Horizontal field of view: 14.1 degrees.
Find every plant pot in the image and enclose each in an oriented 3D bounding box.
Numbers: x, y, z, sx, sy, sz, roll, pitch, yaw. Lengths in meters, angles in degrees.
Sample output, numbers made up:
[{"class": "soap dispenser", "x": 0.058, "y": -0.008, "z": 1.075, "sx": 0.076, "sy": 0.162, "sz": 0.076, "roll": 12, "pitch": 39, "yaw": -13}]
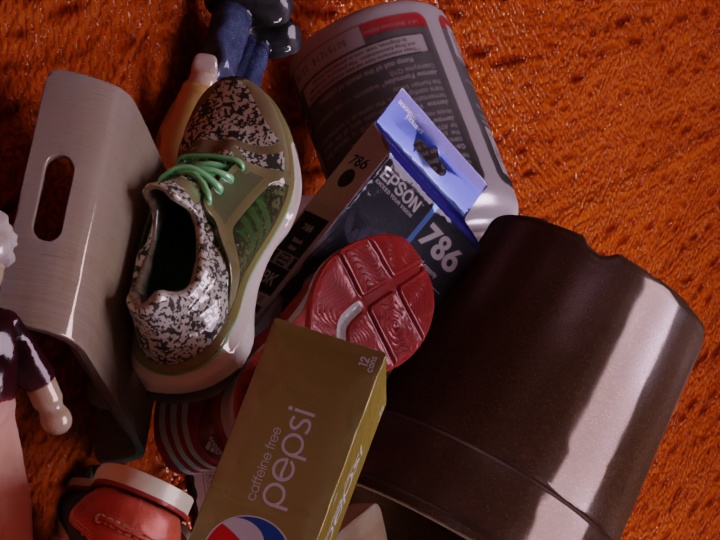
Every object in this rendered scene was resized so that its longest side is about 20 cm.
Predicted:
[{"class": "plant pot", "x": 0.099, "y": 0.088, "z": 1.751, "sx": 0.199, "sy": 0.199, "sz": 0.200, "roll": -60, "pitch": 154, "yaw": -12}]

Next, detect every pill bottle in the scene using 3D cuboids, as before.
[{"class": "pill bottle", "x": 0.035, "y": -0.063, "z": 1.896, "sx": 0.201, "sy": 0.113, "sz": 0.114, "roll": 70, "pitch": 12, "yaw": 20}]

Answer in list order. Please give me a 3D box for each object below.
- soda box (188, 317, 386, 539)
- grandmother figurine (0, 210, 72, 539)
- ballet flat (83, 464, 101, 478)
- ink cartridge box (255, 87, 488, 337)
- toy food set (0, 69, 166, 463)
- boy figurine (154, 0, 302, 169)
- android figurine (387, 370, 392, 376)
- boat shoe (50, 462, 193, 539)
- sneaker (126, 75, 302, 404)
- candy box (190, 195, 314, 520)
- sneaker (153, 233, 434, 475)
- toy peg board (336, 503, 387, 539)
[{"class": "soda box", "x": -0.047, "y": 0.130, "z": 1.473, "sx": 0.068, "sy": 0.064, "sz": 0.201, "roll": 91, "pitch": 18, "yaw": -64}, {"class": "grandmother figurine", "x": -0.194, "y": 0.063, "z": 1.420, "sx": 0.121, "sy": 0.060, "sz": 0.202, "roll": 0, "pitch": 88, "yaw": -58}, {"class": "ballet flat", "x": -0.121, "y": 0.206, "z": 1.599, "sx": 0.201, "sy": 0.074, "sz": 0.074, "roll": 61, "pitch": 14, "yaw": 13}, {"class": "ink cartridge box", "x": 0.000, "y": 0.000, "z": 1.713, "sx": 0.099, "sy": 0.039, "sz": 0.200, "roll": 44, "pitch": 77, "yaw": -35}, {"class": "toy food set", "x": -0.147, "y": 0.002, "z": 1.569, "sx": 0.200, "sy": 0.060, "sz": 0.145, "roll": 71, "pitch": 26, "yaw": -64}, {"class": "boy figurine", "x": -0.085, "y": -0.077, "z": 1.724, "sx": 0.125, "sy": 0.064, "sz": 0.201, "roll": 78, "pitch": 19, "yaw": -55}, {"class": "android figurine", "x": 0.021, "y": 0.144, "z": 1.986, "sx": 0.201, "sy": 0.041, "sz": 0.183, "roll": -99, "pitch": -163, "yaw": -46}, {"class": "boat shoe", "x": -0.124, "y": 0.142, "z": 1.474, "sx": 0.200, "sy": 0.071, "sz": 0.063, "roll": 133, "pitch": -22, "yaw": -76}, {"class": "sneaker", "x": -0.084, "y": -0.032, "z": 1.557, "sx": 0.089, "sy": 0.076, "sz": 0.201, "roll": 65, "pitch": 28, "yaw": -52}, {"class": "candy box", "x": -0.050, "y": 0.074, "z": 1.820, "sx": 0.168, "sy": 0.071, "sz": 0.201, "roll": -50, "pitch": 138, "yaw": -61}, {"class": "sneaker", "x": -0.049, "y": 0.047, "z": 1.636, "sx": 0.200, "sy": 0.115, "sz": 0.079, "roll": -37, "pitch": 105, "yaw": -48}, {"class": "toy peg board", "x": 0.011, "y": 0.254, "z": 1.571, "sx": 0.200, "sy": 0.097, "sz": 0.201, "roll": -34, "pitch": 117, "yaw": -57}]
